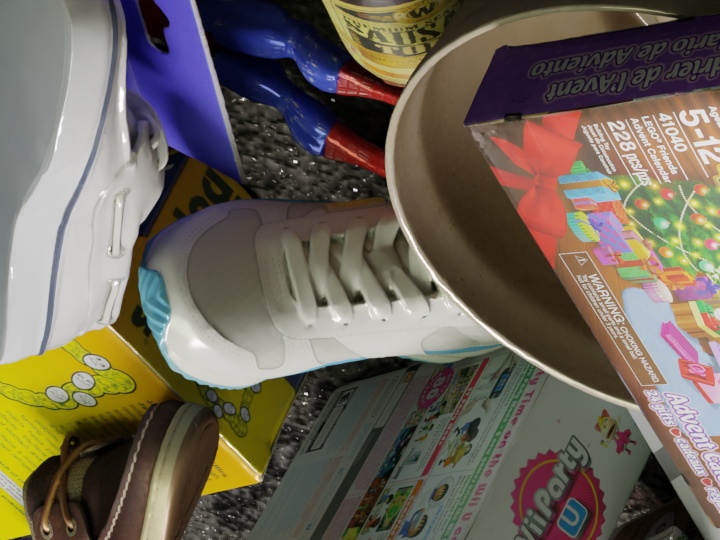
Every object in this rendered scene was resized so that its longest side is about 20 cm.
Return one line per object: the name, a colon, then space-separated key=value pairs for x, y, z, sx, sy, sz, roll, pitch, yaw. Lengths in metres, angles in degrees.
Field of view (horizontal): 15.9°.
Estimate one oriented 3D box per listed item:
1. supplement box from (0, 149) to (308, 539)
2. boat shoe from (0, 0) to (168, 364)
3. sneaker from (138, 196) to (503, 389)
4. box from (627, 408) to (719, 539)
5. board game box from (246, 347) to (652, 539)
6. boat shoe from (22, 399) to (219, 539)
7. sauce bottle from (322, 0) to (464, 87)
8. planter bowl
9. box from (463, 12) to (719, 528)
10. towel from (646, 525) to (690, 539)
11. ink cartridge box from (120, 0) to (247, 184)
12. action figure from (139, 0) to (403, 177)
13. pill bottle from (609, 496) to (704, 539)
supplement box: x=-0.126 y=0.037 z=1.168 sx=0.200 sy=0.109 sz=0.110 roll=-17 pitch=127 yaw=41
boat shoe: x=-0.105 y=-0.043 z=0.949 sx=0.065 sy=0.074 sz=0.200 roll=-13 pitch=150 yaw=-25
sneaker: x=0.000 y=0.000 z=1.018 sx=0.199 sy=0.077 sz=0.081 roll=-5 pitch=167 yaw=-42
box: x=0.198 y=0.075 z=0.976 sx=0.156 sy=0.041 sz=0.200 roll=-38 pitch=77 yaw=38
board game box: x=0.027 y=0.109 z=1.106 sx=0.064 sy=0.148 sz=0.200 roll=39 pitch=154 yaw=-18
boat shoe: x=-0.112 y=0.108 z=1.099 sx=0.072 sy=0.072 sz=0.200 roll=24 pitch=150 yaw=-2
sauce bottle: x=0.009 y=-0.113 z=0.874 sx=0.066 sy=0.066 sz=0.200 roll=16 pitch=174 yaw=12
planter bowl: x=0.124 y=-0.060 z=0.886 sx=0.199 sy=0.135 sz=0.201 roll=16 pitch=143 yaw=13
box: x=0.137 y=0.004 z=0.811 sx=0.136 sy=0.039 sz=0.200 roll=-7 pitch=133 yaw=34
towel: x=0.149 y=0.192 z=1.084 sx=0.200 sy=0.031 sz=0.149 roll=43 pitch=143 yaw=-17
ink cartridge box: x=-0.143 y=-0.119 z=0.963 sx=0.200 sy=0.043 sz=0.198 roll=30 pitch=156 yaw=24
action figure: x=-0.055 y=-0.094 z=1.020 sx=0.199 sy=0.052 sz=0.066 roll=23 pitch=138 yaw=11
pill bottle: x=0.194 y=0.132 z=1.098 sx=0.114 sy=0.115 sz=0.200 roll=37 pitch=142 yaw=-16
